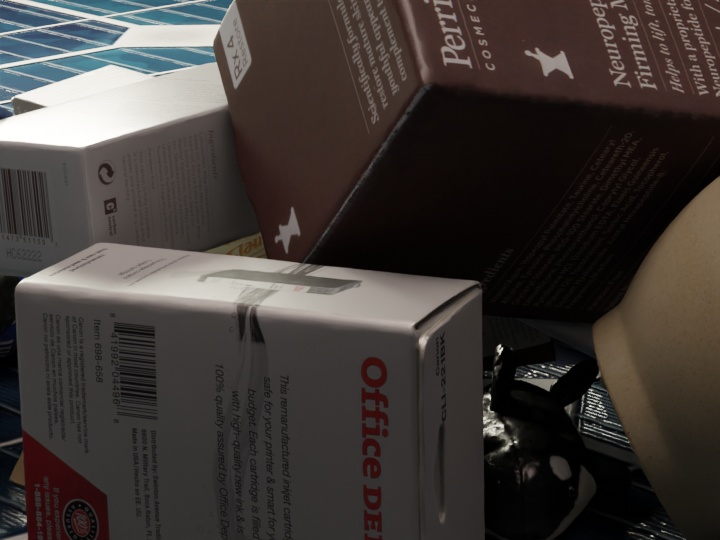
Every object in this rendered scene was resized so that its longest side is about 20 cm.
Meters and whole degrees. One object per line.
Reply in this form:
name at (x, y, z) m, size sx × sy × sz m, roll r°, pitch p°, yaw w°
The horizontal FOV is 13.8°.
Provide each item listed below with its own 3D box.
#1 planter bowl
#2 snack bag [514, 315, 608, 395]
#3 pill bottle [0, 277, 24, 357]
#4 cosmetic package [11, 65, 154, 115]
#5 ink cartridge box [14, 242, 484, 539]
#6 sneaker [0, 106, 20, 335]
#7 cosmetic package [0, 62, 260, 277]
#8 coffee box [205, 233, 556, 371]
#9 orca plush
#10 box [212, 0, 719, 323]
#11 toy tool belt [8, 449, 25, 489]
planter bowl at (0.190, 0.049, 1.370) m, size 0.134 × 0.201 × 0.200 m, roll -27°, pitch 11°, yaw 14°
snack bag at (0.147, 0.006, 1.545) m, size 0.200 × 0.021 × 0.189 m, roll 26°, pitch 36°, yaw -5°
pill bottle at (-0.237, -0.004, 1.702) m, size 0.199 × 0.116 × 0.116 m, roll -7°, pitch 16°, yaw -20°
cosmetic package at (-0.133, -0.060, 1.903) m, size 0.090 × 0.107 × 0.200 m, roll -20°, pitch 21°, yaw -28°
ink cartridge box at (-0.047, 0.073, 1.344) m, size 0.199 × 0.145 × 0.084 m, roll 6°, pitch 17°, yaw 24°
sneaker at (-0.225, -0.027, 1.553) m, size 0.085 × 0.200 × 0.077 m, roll 38°, pitch 53°, yaw 15°
cosmetic package at (-0.103, -0.051, 1.500) m, size 0.101 × 0.072 × 0.200 m, roll 7°, pitch 18°, yaw 39°
coffee box at (0.000, 0.000, 1.610) m, size 0.199 × 0.080 × 0.115 m, roll -8°, pitch 45°, yaw 5°
orca plush at (0.087, 0.069, 1.480) m, size 0.105 × 0.071 × 0.200 m, roll 4°, pitch 16°, yaw 20°
box at (0.061, -0.089, 1.429) m, size 0.199 × 0.164 × 0.166 m, roll 4°, pitch 52°, yaw -29°
toy tool belt at (-0.070, 0.064, 1.486) m, size 0.199 × 0.125 × 0.123 m, roll -2°, pitch 46°, yaw 10°
